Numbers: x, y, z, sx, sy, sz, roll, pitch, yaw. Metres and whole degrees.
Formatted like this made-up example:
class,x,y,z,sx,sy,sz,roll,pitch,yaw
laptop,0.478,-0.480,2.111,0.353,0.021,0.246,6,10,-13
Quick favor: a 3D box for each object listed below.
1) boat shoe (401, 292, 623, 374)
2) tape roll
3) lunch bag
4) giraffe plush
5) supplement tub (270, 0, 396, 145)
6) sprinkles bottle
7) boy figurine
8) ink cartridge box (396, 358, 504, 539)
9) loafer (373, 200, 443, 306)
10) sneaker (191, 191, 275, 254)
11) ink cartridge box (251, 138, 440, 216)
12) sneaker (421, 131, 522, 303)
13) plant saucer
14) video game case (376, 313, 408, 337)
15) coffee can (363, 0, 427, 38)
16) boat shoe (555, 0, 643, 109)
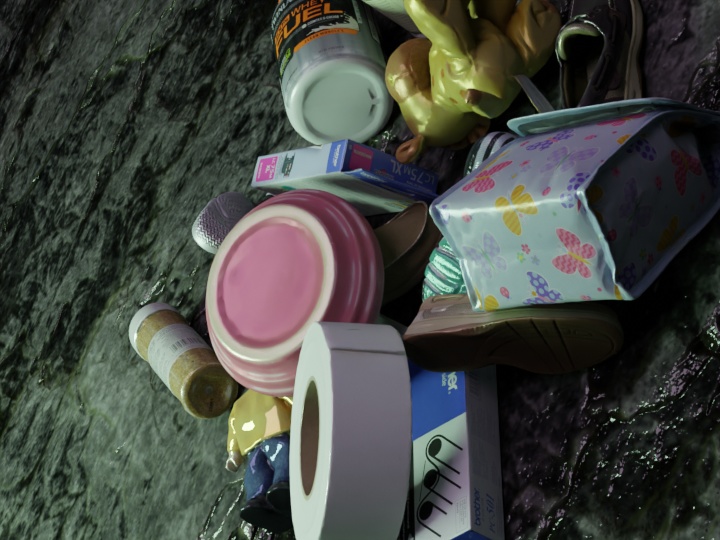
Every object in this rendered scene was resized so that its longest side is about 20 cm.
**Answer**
class,x,y,z,sx,sy,sz,roll,pitch,yaw
boat shoe,0.127,0.041,1.339,0.198,0.072,0.065,-7,45,35
tape roll,-0.011,0.144,1.390,0.202,0.070,0.205,-176,90,-79
lunch bag,0.180,-0.066,1.281,0.169,0.128,0.200,-5,25,48
giraffe plush,0.092,-0.190,1.549,0.162,0.171,0.202,-38,69,51
supplement tub,-0.033,-0.238,1.776,0.123,0.122,0.201,-46,34,25
sprinkles bottle,-0.201,0.099,1.815,0.069,0.068,0.200,-59,31,4
boy figurine,-0.086,0.151,1.561,0.124,0.064,0.201,-37,38,30
ink cartridge box,0.072,0.155,1.382,0.094,0.044,0.202,-34,40,36
loafer,0.000,0.000,1.563,0.200,0.067,0.076,-42,32,5
sneaker,-0.124,-0.024,1.717,0.075,0.199,0.114,45,120,15
ink cartridge box,-0.008,-0.091,1.621,0.199,0.119,0.042,-1,74,56
sneaker,0.122,-0.029,1.427,0.074,0.087,0.201,40,125,32
plant saucer,-0.072,0.017,1.528,0.199,0.051,0.203,-10,71,31
video game case,-0.028,0.120,1.584,0.200,0.023,0.183,25,87,59
coffee can,0.024,-0.357,1.706,0.146,0.199,0.147,-36,39,36
boat shoe,0.207,-0.199,1.436,0.072,0.066,0.202,-34,40,39
